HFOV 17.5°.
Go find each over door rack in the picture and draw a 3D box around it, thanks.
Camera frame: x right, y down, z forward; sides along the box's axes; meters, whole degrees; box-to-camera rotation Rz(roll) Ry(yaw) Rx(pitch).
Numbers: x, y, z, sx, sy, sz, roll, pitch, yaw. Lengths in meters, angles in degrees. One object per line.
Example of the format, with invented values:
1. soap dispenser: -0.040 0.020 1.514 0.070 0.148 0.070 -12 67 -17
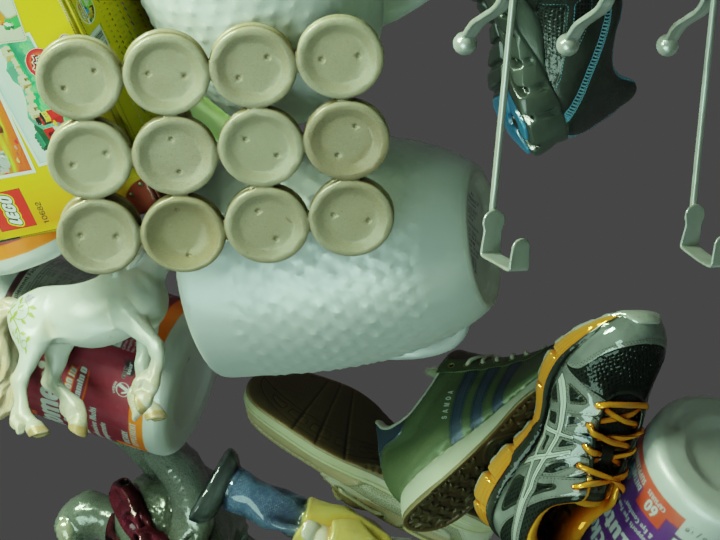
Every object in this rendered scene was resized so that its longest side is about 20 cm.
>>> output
1. over door rack: 0.130 -0.100 1.312 0.067 0.148 0.200 -173 82 -65

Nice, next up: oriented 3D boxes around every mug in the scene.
1. mug: 0.000 0.000 1.482 0.175 0.148 0.200 -6 147 17
2. mug: -0.035 -0.188 1.377 0.200 0.148 0.175 -18 122 0

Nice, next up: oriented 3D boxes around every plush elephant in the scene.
1. plush elephant: -0.156 0.215 1.694 0.200 0.155 0.165 31 130 3

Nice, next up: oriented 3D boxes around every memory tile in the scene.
1. memory tile: -0.082 -0.071 1.345 0.200 0.017 0.153 -4 117 2

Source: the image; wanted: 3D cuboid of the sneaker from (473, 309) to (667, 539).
1. sneaker: 0.144 0.109 1.470 0.078 0.077 0.200 4 128 -30

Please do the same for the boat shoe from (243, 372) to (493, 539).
1. boat shoe: 0.004 0.138 1.623 0.200 0.072 0.065 27 129 -1

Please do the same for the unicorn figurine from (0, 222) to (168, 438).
1. unicorn figurine: -0.162 0.034 1.533 0.200 0.074 0.137 -8 76 5

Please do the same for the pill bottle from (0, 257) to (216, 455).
1. pill bottle: -0.207 0.050 1.633 0.200 0.110 0.110 17 128 14

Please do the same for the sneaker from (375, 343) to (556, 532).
1. sneaker: 0.087 0.079 1.539 0.200 0.090 0.067 -41 142 16

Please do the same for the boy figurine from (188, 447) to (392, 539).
1. boy figurine: -0.019 0.193 1.626 0.200 0.064 0.124 30 171 -3

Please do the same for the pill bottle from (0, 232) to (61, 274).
1. pill bottle: -0.252 -0.106 1.534 0.110 0.110 0.200 -9 118 30

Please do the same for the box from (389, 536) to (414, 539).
1. box: 0.034 0.286 1.730 0.041 0.039 0.200 3 124 23

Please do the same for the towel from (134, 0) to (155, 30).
1. towel: -0.172 -0.196 1.446 0.145 0.022 0.200 31 146 59

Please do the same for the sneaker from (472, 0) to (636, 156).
1. sneaker: 0.105 -0.169 1.361 0.082 0.073 0.200 -23 123 -12

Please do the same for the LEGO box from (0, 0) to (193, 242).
1. LEGO box: -0.203 -0.123 1.394 0.149 0.077 0.200 -10 118 26

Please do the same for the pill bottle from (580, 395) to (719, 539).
1. pill bottle: 0.196 0.184 1.535 0.111 0.111 0.200 31 130 2
